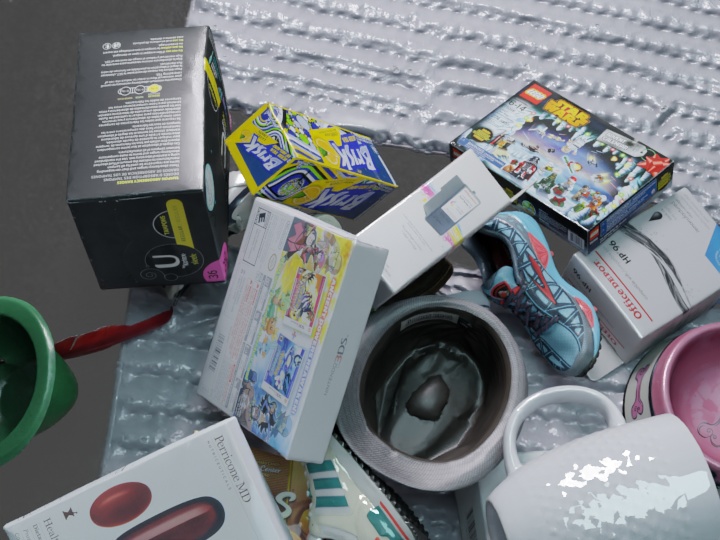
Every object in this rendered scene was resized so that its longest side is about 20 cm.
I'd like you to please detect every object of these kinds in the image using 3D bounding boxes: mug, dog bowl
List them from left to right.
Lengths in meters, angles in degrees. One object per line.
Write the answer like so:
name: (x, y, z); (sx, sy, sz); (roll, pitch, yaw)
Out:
mug: (0.196, 0.193, 1.274); (0.175, 0.148, 0.200); (-14, 65, -7)
dog bowl: (0.370, 0.141, 1.479); (0.200, 0.074, 0.200); (4, 63, -8)

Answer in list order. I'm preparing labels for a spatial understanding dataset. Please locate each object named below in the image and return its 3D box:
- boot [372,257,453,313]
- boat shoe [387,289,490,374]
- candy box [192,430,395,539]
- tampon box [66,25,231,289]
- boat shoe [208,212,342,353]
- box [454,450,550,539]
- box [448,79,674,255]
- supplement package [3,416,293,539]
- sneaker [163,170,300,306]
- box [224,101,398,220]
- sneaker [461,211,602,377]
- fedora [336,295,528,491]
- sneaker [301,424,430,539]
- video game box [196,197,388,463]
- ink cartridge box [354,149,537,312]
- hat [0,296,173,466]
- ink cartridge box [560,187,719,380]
boot: (0.000, 0.000, 1.459); (0.200, 0.075, 0.097); (-24, 110, -24)
boat shoe: (0.050, 0.092, 1.451); (0.202, 0.075, 0.086); (-23, 69, -16)
candy box: (-0.079, 0.236, 1.367); (0.200, 0.055, 0.116); (17, 61, 0)
tampon box: (-0.194, -0.106, 1.390); (0.126, 0.150, 0.200); (-4, 57, 2)
boat shoe: (-0.094, 0.023, 1.482); (0.062, 0.073, 0.200); (12, 60, 47)
box: (0.201, 0.241, 1.387); (0.200, 0.098, 0.125); (-2, 63, -9)
box: (0.212, -0.114, 1.564); (0.137, 0.040, 0.200); (-37, 54, -24)
supplement package: (-0.159, 0.252, 1.243); (0.200, 0.147, 0.192); (-26, 87, -3)
sneaker: (-0.157, -0.026, 1.474); (0.199, 0.080, 0.130); (0, 65, -9)
box: (-0.046, -0.105, 1.472); (0.064, 0.200, 0.070); (-37, 68, 22)
sneaker: (0.163, 0.028, 1.486); (0.095, 0.079, 0.200); (-1, 50, -42)
fedora: (0.061, 0.122, 1.363); (0.177, 0.090, 0.200); (22, 63, 4)
sneaker: (-0.028, 0.203, 1.321); (0.093, 0.070, 0.200); (-44, 60, 1)
video game box: (-0.065, 0.049, 1.330); (0.047, 0.182, 0.200); (14, 97, -33)
ink cartridge box: (0.064, -0.042, 1.404); (0.200, 0.117, 0.067); (-37, 88, -26)
hat: (-0.298, 0.121, 1.412); (0.200, 0.176, 0.166); (-22, 65, 22)
ink cartridge box: (0.292, 0.014, 1.533); (0.200, 0.068, 0.116); (-30, 71, -21)
